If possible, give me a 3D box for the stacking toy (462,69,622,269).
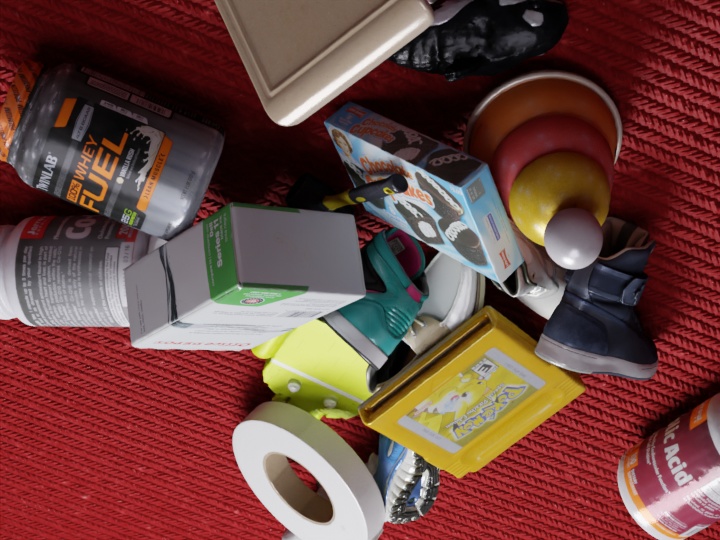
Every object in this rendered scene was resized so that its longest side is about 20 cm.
[{"bbox_3d":[0.168,-0.065,1.276,0.145,0.201,0.147,-2,128,-2],"label":"stacking toy"}]

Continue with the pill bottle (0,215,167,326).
[{"bbox_3d":[-0.294,0.001,1.524,0.198,0.114,0.114,0,135,13],"label":"pill bottle"}]

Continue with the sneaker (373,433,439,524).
[{"bbox_3d":[0.058,0.180,1.644,0.078,0.089,0.201,3,122,-38],"label":"sneaker"}]

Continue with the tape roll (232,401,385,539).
[{"bbox_3d":[-0.059,0.237,1.681,0.202,0.037,0.204,29,143,25],"label":"tape roll"}]

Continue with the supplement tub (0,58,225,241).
[{"bbox_3d":[-0.236,-0.115,1.389,0.199,0.123,0.123,21,135,-9],"label":"supplement tub"}]

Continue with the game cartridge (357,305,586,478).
[{"bbox_3d":[0.119,0.133,1.538,0.176,0.033,0.200,-39,138,15],"label":"game cartridge"}]

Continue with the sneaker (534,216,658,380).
[{"bbox_3d":[0.256,0.027,1.451,0.077,0.147,0.202,22,-173,33],"label":"sneaker"}]

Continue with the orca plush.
[{"bbox_3d":[0.075,-0.197,1.271,0.198,0.071,0.106,10,136,4],"label":"orca plush"}]

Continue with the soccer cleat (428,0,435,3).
[{"bbox_3d":[0.056,-0.268,1.208,0.199,0.070,0.087,-32,98,24],"label":"soccer cleat"}]

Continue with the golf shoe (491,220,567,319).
[{"bbox_3d":[0.154,0.003,1.437,0.078,0.098,0.200,-24,127,30],"label":"golf shoe"}]

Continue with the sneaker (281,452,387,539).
[{"bbox_3d":[-0.031,0.273,1.780,0.199,0.075,0.089,-32,108,30],"label":"sneaker"}]

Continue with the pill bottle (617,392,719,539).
[{"bbox_3d":[0.377,0.197,1.568,0.114,0.115,0.200,32,132,-19],"label":"pill bottle"}]

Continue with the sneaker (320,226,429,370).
[{"bbox_3d":[0.000,0.000,1.460,0.121,0.200,0.084,-46,133,-1],"label":"sneaker"}]

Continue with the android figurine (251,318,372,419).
[{"bbox_3d":[-0.031,0.099,1.617,0.181,0.041,0.200,27,132,-14],"label":"android figurine"}]

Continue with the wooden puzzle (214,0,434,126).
[{"bbox_3d":[-0.045,-0.247,1.222,0.184,0.037,0.201,-32,84,36],"label":"wooden puzzle"}]

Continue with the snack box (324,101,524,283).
[{"bbox_3d":[0.056,-0.073,1.342,0.200,0.037,0.117,31,155,47],"label":"snack box"}]

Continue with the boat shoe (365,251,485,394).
[{"bbox_3d":[0.064,0.056,1.497,0.068,0.075,0.201,-4,129,-33],"label":"boat shoe"}]

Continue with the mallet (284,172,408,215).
[{"bbox_3d":[-0.001,-0.063,1.386,0.066,0.041,0.199,40,161,-25],"label":"mallet"}]

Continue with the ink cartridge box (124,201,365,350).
[{"bbox_3d":[-0.113,0.011,1.398,0.146,0.084,0.199,4,160,-39],"label":"ink cartridge box"}]
